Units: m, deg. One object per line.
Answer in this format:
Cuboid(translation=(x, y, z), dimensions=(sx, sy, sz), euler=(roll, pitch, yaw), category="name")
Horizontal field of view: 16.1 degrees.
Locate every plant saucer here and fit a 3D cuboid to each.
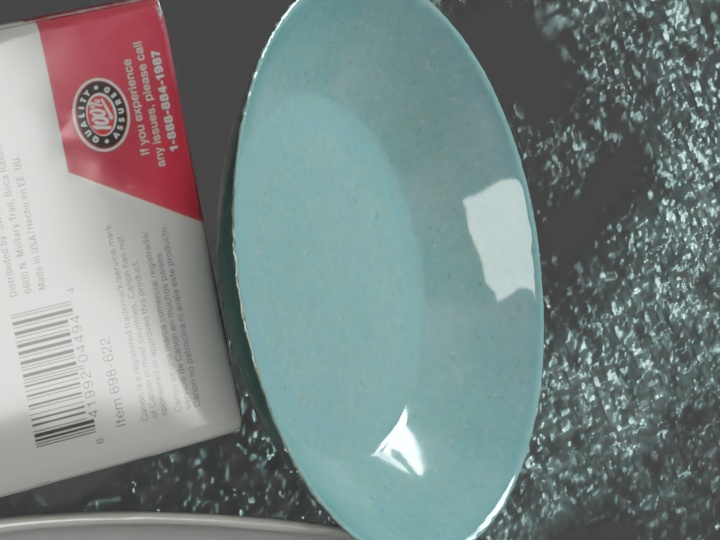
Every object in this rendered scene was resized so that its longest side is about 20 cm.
Cuboid(translation=(0.000, 0.000, 0.873), dimensions=(0.201, 0.038, 0.203), euler=(19, 68, -56), category="plant saucer")

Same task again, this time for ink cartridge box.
Cuboid(translation=(-0.154, 0.002, 0.815), dimensions=(0.199, 0.083, 0.146), euler=(-13, 99, -23), category="ink cartridge box")

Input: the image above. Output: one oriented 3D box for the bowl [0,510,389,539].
Cuboid(translation=(-0.082, 0.177, 0.861), dimensions=(0.198, 0.075, 0.202), euler=(3, 91, -25), category="bowl")
